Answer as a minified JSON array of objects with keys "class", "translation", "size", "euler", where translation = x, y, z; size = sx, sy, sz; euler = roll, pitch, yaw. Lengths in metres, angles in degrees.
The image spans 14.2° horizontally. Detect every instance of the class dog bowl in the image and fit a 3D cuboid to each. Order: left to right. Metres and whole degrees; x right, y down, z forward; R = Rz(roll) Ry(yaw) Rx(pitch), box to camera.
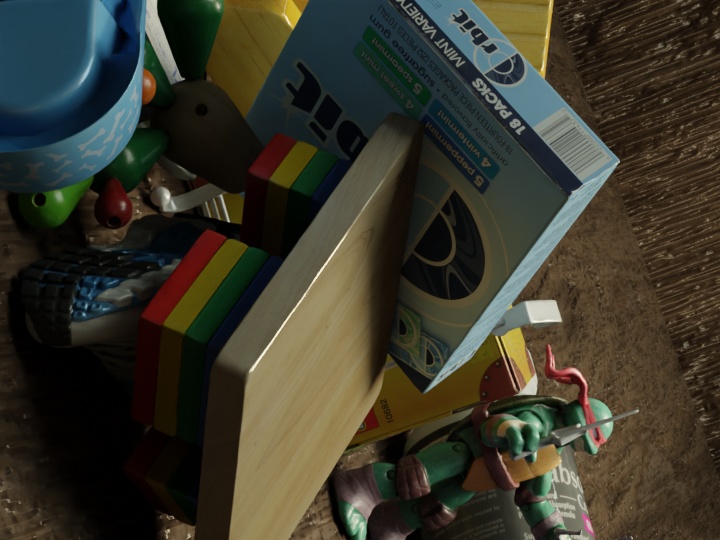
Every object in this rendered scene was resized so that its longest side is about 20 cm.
[{"class":"dog bowl","translation":[-0.151,-0.122,1.353],"size":[0.050,0.111,0.200],"euler":[77,10,-54]}]

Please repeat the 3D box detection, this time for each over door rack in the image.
[{"class":"over door rack","translation":[-0.009,-0.010,1.588],"size":[0.067,0.200,0.148],"euler":[13,58,-72]}]

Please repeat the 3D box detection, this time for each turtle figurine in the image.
[{"class":"turtle figurine","translation":[0.091,0.127,1.801],"size":[0.101,0.200,0.150],"euler":[-96,161,-45]}]

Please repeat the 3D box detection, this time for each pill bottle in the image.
[{"class":"pill bottle","translation":[0.093,0.155,1.964],"size":[0.116,0.116,0.200],"euler":[47,27,-61]}]

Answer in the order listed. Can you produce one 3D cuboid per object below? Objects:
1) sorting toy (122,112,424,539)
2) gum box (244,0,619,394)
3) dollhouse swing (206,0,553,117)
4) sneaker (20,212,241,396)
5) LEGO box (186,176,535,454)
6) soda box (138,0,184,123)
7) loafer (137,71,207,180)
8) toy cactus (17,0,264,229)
[{"class":"sorting toy","translation":[-0.050,0.045,1.414],"size":[0.199,0.069,0.200],"euler":[98,18,-44]},{"class":"gum box","translation":[0.025,-0.055,1.469],"size":[0.045,0.200,0.170],"euler":[-34,76,-36]},{"class":"dollhouse swing","translation":[0.006,-0.201,1.639],"size":[0.182,0.175,0.200],"euler":[57,36,-55]},{"class":"sneaker","translation":[-0.107,0.028,1.427],"size":[0.200,0.075,0.087],"euler":[-23,120,-68]},{"class":"LEGO box","translation":[0.000,0.000,1.728],"size":[0.077,0.149,0.200],"euler":[-33,104,-77]},{"class":"soda box","translation":[-0.157,-0.170,1.504],"size":[0.063,0.068,0.200],"euler":[-78,146,-67]},{"class":"loafer","translation":[-0.115,-0.150,1.644],"size":[0.075,0.069,0.201],"euler":[27,44,-72]},{"class":"toy cactus","translation":[-0.098,-0.096,1.448],"size":[0.165,0.102,0.200],"euler":[41,54,-43]}]
